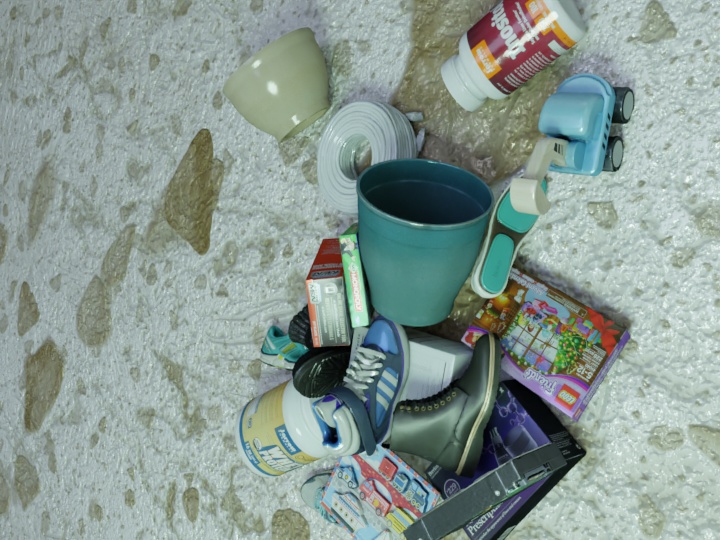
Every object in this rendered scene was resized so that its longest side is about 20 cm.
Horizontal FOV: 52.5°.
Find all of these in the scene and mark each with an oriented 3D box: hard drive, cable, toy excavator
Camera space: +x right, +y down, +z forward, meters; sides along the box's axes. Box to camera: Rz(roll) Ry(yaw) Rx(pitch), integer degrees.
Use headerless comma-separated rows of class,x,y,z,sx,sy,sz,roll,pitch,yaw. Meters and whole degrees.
hard drive,0.162,0.296,0.956,0.200,0.138,0.038,-43,65,30
cable,0.008,-0.190,1.260,0.197,0.068,0.206,20,101,39
toy excavator,0.264,-0.167,0.955,0.098,0.197,0.201,13,95,39

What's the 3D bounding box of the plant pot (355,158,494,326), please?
plant pot,0.083,-0.033,1.069,0.198,0.197,0.192,34,132,36

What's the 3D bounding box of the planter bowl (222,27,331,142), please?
planter bowl,-0.135,-0.323,1.331,0.198,0.200,0.137,-30,96,35

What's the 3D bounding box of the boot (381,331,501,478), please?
boot,0.112,0.175,1.005,0.134,0.077,0.206,13,96,4

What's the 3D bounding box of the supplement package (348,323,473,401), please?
supplement package,0.087,0.159,1.145,0.196,0.108,0.117,14,96,39

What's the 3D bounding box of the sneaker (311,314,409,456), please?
sneaker,-0.004,0.167,1.054,0.079,0.145,0.207,13,97,38

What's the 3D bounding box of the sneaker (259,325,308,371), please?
sneaker,-0.114,0.146,1.344,0.196,0.077,0.082,7,83,40

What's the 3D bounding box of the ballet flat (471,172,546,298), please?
ballet flat,0.209,-0.053,1.069,0.068,0.069,0.204,15,73,39

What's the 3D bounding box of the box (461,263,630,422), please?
box,0.255,0.096,1.024,0.198,0.039,0.139,33,90,36

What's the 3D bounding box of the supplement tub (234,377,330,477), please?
supplement tub,-0.113,0.268,1.286,0.198,0.143,0.148,-30,69,35

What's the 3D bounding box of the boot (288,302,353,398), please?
boot,-0.076,0.126,1.229,0.156,0.208,0.081,31,118,31

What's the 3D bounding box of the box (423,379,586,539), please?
box,0.205,0.279,1.060,0.142,0.078,0.202,51,118,33

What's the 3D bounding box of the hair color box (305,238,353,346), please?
hair color box,-0.041,0.030,1.190,0.062,0.201,0.114,-4,109,6

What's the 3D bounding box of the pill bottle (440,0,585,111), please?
pill bottle,0.217,-0.326,1.063,0.198,0.111,0.116,-35,66,33

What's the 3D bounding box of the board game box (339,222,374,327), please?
board game box,0.000,0.000,1.165,0.028,0.200,0.139,-7,99,7

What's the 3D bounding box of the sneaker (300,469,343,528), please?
sneaker,-0.039,0.396,1.253,0.196,0.085,0.080,3,88,40

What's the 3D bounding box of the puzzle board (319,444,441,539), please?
puzzle board,0.023,0.358,1.146,0.198,0.017,0.154,31,98,42
